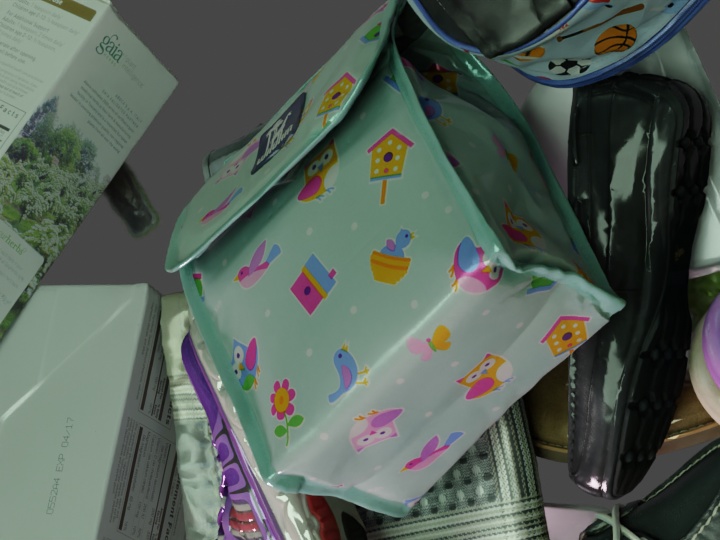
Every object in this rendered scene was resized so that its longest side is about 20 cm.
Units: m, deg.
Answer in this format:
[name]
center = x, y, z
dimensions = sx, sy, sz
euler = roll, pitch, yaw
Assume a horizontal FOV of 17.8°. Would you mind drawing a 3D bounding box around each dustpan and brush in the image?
[dustpan and brush]
center = 0.099, -0.040, 1.159
dimensions = 0.200, 0.057, 0.140
euler = -25, 86, 23

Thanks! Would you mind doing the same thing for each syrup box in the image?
[syrup box]
center = -0.194, -0.056, 1.230
dimensions = 0.081, 0.079, 0.200
euler = 24, 76, 36

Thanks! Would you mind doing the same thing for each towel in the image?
[towel]
center = -0.008, 0.090, 1.159
dimensions = 0.200, 0.035, 0.193
euler = -12, 87, 26

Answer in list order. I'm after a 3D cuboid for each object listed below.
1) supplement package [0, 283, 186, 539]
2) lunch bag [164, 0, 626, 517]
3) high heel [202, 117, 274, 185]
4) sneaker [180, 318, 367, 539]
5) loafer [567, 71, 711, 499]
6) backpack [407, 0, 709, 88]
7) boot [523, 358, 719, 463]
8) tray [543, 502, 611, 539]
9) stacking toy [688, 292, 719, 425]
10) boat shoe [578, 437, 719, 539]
[supplement package]
center = -0.170, 0.120, 1.246
dimensions = 0.155, 0.111, 0.201
euler = -1, 67, 28
[lunch bag]
center = 0.003, -0.016, 1.078
dimensions = 0.170, 0.122, 0.200
euler = -45, 52, 24
[high heel]
center = 0.000, 0.000, 1.200
dimensions = 0.142, 0.071, 0.200
euler = -26, 79, 34
[sneaker]
center = -0.050, 0.117, 1.125
dimensions = 0.083, 0.081, 0.200
euler = -26, 79, 28
[loafer]
center = 0.119, 0.006, 1.089
dimensions = 0.070, 0.068, 0.201
euler = 8, 94, 30
[backpack]
center = 0.088, -0.181, 1.059
dimensions = 0.200, 0.154, 0.191
euler = -43, 50, 30
[boot]
center = 0.098, 0.050, 1.152
dimensions = 0.200, 0.074, 0.076
euler = 2, 107, 26
[tray]
center = 0.063, 0.213, 1.200
dimensions = 0.107, 0.022, 0.201
euler = 7, 99, -19
[stacking toy]
center = 0.206, 0.004, 1.026
dimensions = 0.085, 0.085, 0.200
euler = 40, 155, 16
[boat shoe]
center = 0.128, 0.155, 1.143
dimensions = 0.060, 0.076, 0.200
euler = 33, 101, -16
